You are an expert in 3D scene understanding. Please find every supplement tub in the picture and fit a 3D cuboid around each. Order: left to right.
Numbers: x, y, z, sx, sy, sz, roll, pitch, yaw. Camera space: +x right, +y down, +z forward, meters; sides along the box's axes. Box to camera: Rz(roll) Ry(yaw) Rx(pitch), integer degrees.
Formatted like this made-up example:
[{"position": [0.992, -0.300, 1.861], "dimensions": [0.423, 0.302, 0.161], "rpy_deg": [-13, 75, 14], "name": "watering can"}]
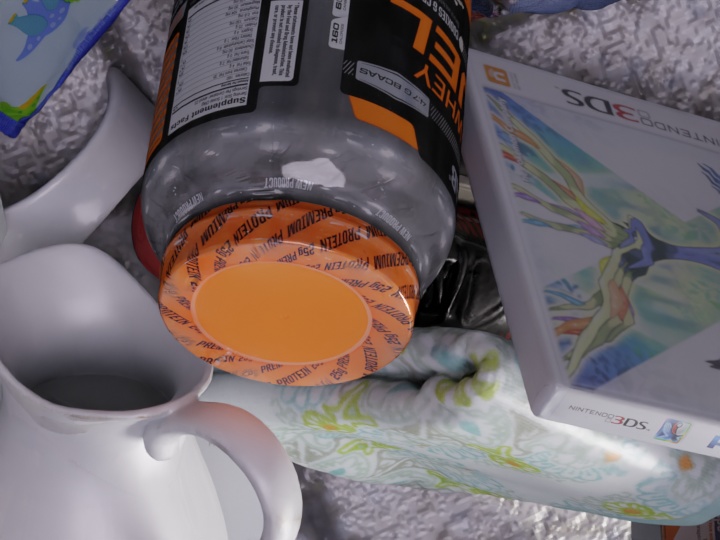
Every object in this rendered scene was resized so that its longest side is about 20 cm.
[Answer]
[{"position": [-0.019, -0.064, 0.846], "dimensions": [0.122, 0.201, 0.123], "rpy_deg": [4, 146, 3], "name": "supplement tub"}]

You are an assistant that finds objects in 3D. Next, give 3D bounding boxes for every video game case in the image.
[{"position": [0.132, -0.002, 0.876], "dimensions": [0.181, 0.201, 0.022], "rpy_deg": [13, 130, -23], "name": "video game case"}]

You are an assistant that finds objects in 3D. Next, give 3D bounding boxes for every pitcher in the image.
[{"position": [-0.095, 0.113, 0.887], "dimensions": [0.121, 0.171, 0.201], "rpy_deg": [-24, 134, -39], "name": "pitcher"}]

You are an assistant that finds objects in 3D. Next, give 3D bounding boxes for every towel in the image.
[{"position": [0.037, 0.066, 0.917], "dimensions": [0.171, 0.199, 0.048], "rpy_deg": [21, 74, -42], "name": "towel"}]

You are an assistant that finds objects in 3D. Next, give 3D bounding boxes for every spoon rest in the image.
[{"position": [-0.167, -0.005, 0.948], "dimensions": [0.200, 0.061, 0.099], "rpy_deg": [-42, 112, 6], "name": "spoon rest"}]

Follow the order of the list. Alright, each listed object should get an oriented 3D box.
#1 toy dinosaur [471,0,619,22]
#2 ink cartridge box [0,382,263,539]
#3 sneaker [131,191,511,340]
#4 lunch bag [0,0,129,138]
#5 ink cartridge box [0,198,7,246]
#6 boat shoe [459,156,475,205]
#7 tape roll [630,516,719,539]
[{"position": [0.121, -0.164, 0.951], "dimensions": [0.181, 0.200, 0.106], "rpy_deg": [-8, 73, -29], "name": "toy dinosaur"}, {"position": [-0.139, 0.124, 1.003], "dimensions": [0.199, 0.044, 0.175], "rpy_deg": [1, 107, -13], "name": "ink cartridge box"}, {"position": [0.000, 0.000, 0.955], "dimensions": [0.199, 0.098, 0.071], "rpy_deg": [12, 97, -14], "name": "sneaker"}, {"position": [-0.162, -0.168, 0.865], "dimensions": [0.200, 0.127, 0.170], "rpy_deg": [37, 97, -34], "name": "lunch bag"}, {"position": [-0.252, -0.041, 0.846], "dimensions": [0.199, 0.084, 0.145], "rpy_deg": [12, 149, 5], "name": "ink cartridge box"}, {"position": [0.077, -0.055, 0.974], "dimensions": [0.199, 0.067, 0.057], "rpy_deg": [12, 87, -18], "name": "boat shoe"}, {"position": [0.181, 0.109, 0.969], "dimensions": [0.066, 0.200, 0.201], "rpy_deg": [3, 109, -11], "name": "tape roll"}]
